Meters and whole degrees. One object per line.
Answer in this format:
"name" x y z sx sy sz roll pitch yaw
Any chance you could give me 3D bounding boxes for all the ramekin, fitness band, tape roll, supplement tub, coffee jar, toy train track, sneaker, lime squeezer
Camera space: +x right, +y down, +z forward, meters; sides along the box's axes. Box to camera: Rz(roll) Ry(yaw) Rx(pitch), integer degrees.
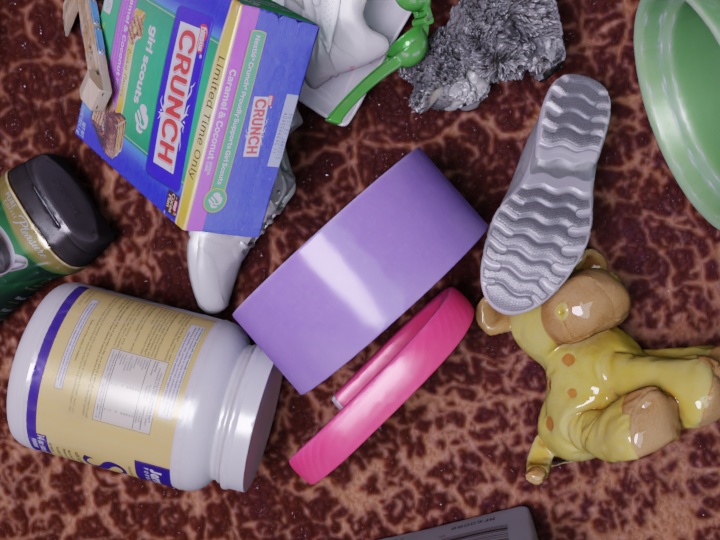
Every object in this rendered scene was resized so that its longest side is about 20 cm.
"ramekin" 0.295 -0.136 0.762 0.097 0.200 0.201 -21 93 -1
"fitness band" 0.017 0.093 0.831 0.037 0.144 0.200 44 97 1
"tape roll" 0.000 0.000 0.796 0.200 0.200 0.085 -42 92 7
"supplement tub" -0.175 0.101 0.849 0.199 0.145 0.146 14 97 4
"coffee jar" -0.318 -0.012 0.881 0.199 0.085 0.105 -33 89 8
"toy train track" -0.234 -0.214 0.825 0.115 0.032 0.201 -50 47 42
"sneaker" 0.153 -0.053 0.815 0.074 0.082 0.201 23 78 7
"sneaker" -0.027 -0.256 0.816 0.099 0.078 0.201 -15 103 0
"lime squeezer" 0.024 -0.206 0.792 0.070 0.038 0.201 12 89 -13
"sneaker" -0.100 -0.058 0.866 0.080 0.070 0.202 11 96 1

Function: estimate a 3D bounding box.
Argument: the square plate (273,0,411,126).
"square plate" -0.046 -0.258 0.862 0.199 0.028 0.199 32 97 1

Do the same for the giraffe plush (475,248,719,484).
"giraffe plush" 0.191 0.065 0.826 0.200 0.172 0.163 -29 81 41

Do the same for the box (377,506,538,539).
"box" 0.070 0.323 0.821 0.199 0.199 0.172 -16 94 8

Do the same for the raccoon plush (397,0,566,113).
"raccoon plush" 0.083 -0.219 0.807 0.133 0.097 0.201 -14 116 6

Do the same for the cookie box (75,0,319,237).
"cookie box" -0.135 -0.145 0.784 0.200 0.075 0.172 36 116 42
